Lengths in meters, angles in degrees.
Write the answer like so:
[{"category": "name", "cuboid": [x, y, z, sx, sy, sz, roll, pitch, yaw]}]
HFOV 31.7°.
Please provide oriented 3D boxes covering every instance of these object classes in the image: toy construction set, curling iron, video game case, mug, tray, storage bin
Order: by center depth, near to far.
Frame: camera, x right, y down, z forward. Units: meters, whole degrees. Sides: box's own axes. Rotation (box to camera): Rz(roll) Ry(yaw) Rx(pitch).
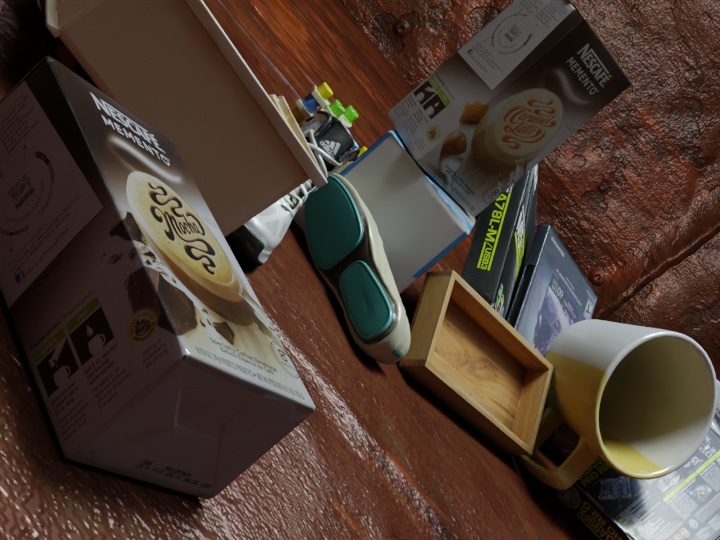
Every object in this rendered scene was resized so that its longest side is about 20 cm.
[{"category": "storage bin", "cuboid": [-0.131, -0.150, 0.921, 0.201, 0.093, 0.199, 54, 5, -29]}, {"category": "curling iron", "cuboid": [-0.224, -0.186, 0.958, 0.050, 0.025, 0.201, 46, 11, -53]}, {"category": "tray", "cuboid": [0.117, 0.094, 1.239, 0.200, 0.037, 0.100, 42, 57, -41]}, {"category": "mug", "cuboid": [0.247, 0.123, 1.310, 0.153, 0.184, 0.152, -153, -126, -64]}, {"category": "video game case", "cuboid": [0.201, 0.074, 1.389, 0.143, 0.019, 0.202, 49, 53, -42]}, {"category": "toy construction set", "cuboid": [-0.004, -0.123, 1.464, 0.199, 0.092, 0.131, 38, 13, -7]}]

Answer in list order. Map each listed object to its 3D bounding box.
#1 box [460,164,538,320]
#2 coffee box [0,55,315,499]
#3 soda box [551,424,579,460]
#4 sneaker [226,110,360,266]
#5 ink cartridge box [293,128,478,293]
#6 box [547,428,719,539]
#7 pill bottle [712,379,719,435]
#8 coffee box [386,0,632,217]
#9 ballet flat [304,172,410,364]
[{"category": "box", "cuboid": [0.149, -0.014, 1.356, 0.047, 0.195, 0.201, 15, -23, 14]}, {"category": "coffee box", "cuboid": [-0.118, 0.003, 0.643, 0.113, 0.080, 0.201, 32, 22, -55]}, {"category": "soda box", "cuboid": [0.252, 0.176, 1.500, 0.200, 0.063, 0.068, 43, 57, -34]}, {"category": "sneaker", "cuboid": [-0.061, -0.081, 1.028, 0.076, 0.115, 0.201, 47, 12, -12]}, {"category": "ink cartridge box", "cuboid": [0.034, -0.057, 1.285, 0.126, 0.128, 0.200, 50, 13, 0]}, {"category": "box", "cuboid": [0.322, 0.233, 1.355, 0.199, 0.045, 0.160, -28, 62, -36]}, {"category": "pill bottle", "cuboid": [0.399, 0.234, 1.608, 0.113, 0.199, 0.113, 47, 12, -14]}, {"category": "coffee box", "cuboid": [0.141, -0.163, 1.203, 0.114, 0.199, 0.080, 37, 18, -46]}, {"category": "ballet flat", "cuboid": [0.000, 0.000, 1.146, 0.069, 0.069, 0.202, 37, 27, -49]}]
